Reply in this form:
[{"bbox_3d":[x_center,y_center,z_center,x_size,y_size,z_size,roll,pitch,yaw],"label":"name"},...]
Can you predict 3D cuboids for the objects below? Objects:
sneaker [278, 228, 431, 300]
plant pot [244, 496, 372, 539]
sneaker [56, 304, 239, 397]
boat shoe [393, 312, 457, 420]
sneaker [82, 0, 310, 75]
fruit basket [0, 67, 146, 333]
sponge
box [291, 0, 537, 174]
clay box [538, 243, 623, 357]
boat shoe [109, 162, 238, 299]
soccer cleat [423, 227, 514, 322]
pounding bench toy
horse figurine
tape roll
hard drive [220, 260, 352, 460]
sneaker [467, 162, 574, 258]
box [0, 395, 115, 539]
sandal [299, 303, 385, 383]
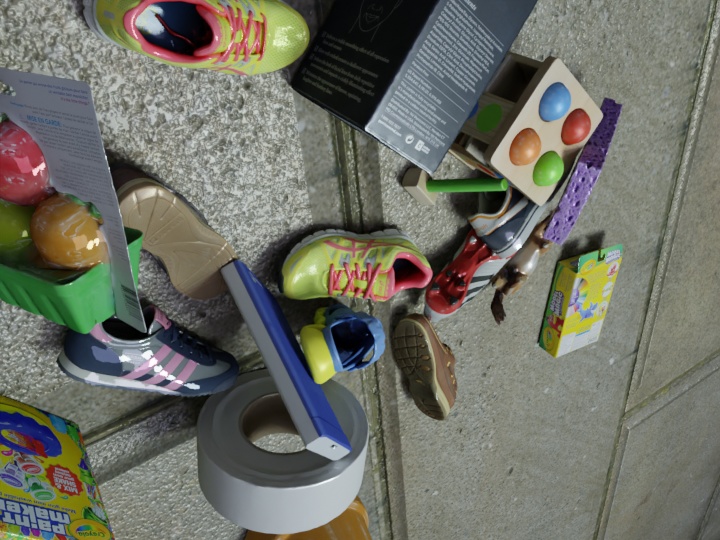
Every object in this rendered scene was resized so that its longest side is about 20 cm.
[{"bbox_3d":[0.000,0.000,0.752,0.198,0.090,0.079,-13,126,-28],"label":"sneaker"},{"bbox_3d":[-0.049,0.447,0.942,0.199,0.183,0.202,-18,127,-26],"label":"plant pot"},{"bbox_3d":[-0.206,0.081,0.674,0.199,0.070,0.083,13,112,-42],"label":"sneaker"},{"bbox_3d":[0.102,0.134,0.942,0.068,0.072,0.201,-46,133,-32],"label":"boat shoe"},{"bbox_3d":[-0.124,-0.201,0.544,0.198,0.090,0.079,-9,121,-34],"label":"sneaker"},{"bbox_3d":[-0.247,-0.059,0.498,0.094,0.184,0.202,-40,138,-52],"label":"fruit basket"},{"bbox_3d":[0.285,-0.130,0.806,0.200,0.030,0.112,-53,162,-46],"label":"sponge"},{"bbox_3d":[0.049,-0.224,0.617,0.107,0.148,0.201,22,104,-43],"label":"box"},{"bbox_3d":[0.381,0.045,1.101,0.114,0.048,0.202,-15,124,-29],"label":"clay box"},{"bbox_3d":[-0.180,-0.037,0.624,0.072,0.065,0.200,-35,151,-2],"label":"boat shoe"},{"bbox_3d":[0.158,-0.004,0.899,0.200,0.068,0.085,-45,168,-22],"label":"soccer cleat"},{"bbox_3d":[0.155,-0.141,0.741,0.124,0.156,0.201,25,101,-43],"label":"pounding bench toy"},{"bbox_3d":[0.243,-0.012,0.941,0.201,0.050,0.133,-53,171,-2],"label":"horse figurine"},{"bbox_3d":[-0.091,0.202,0.747,0.201,0.202,0.071,-12,124,-30],"label":"tape roll"},{"bbox_3d":[-0.076,0.096,0.666,0.025,0.201,0.132,-30,156,-2],"label":"hard drive"},{"bbox_3d":[0.218,-0.119,0.853,0.079,0.078,0.201,39,71,-13],"label":"sneaker"},{"bbox_3d":[-0.352,0.209,0.563,0.122,0.192,0.200,-48,135,0],"label":"box"},{"bbox_3d":[-0.013,0.079,0.742,0.086,0.200,0.080,-17,96,3],"label":"sandal"}]
